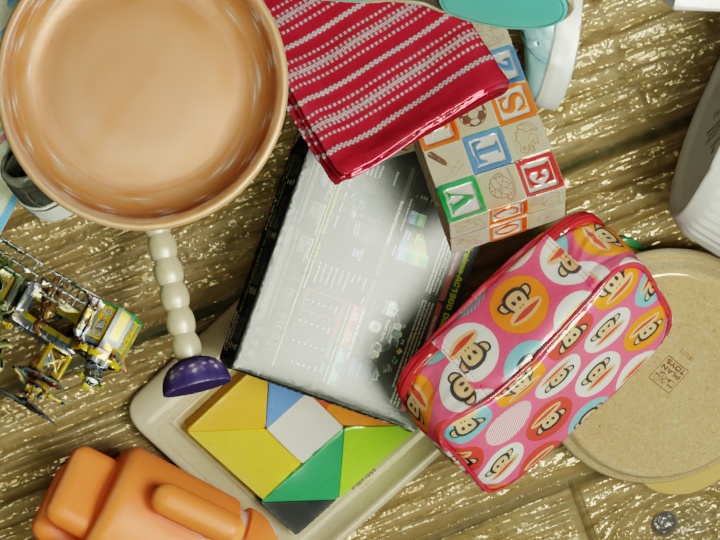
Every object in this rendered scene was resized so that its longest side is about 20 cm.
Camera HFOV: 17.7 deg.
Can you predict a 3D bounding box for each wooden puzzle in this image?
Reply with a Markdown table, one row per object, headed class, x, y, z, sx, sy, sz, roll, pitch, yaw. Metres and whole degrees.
| class | x | y | z | sx | sy | sz | roll | pitch | yaw |
| --- | --- | --- | --- | --- | --- | --- | --- | --- | --- |
| wooden puzzle | -0.048 | 0.115 | 1.774 | 0.185 | 0.037 | 0.200 | -42 | 109 | 7 |

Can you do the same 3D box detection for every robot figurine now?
| class | x | y | z | sx | sy | sz | roll | pitch | yaw |
| --- | --- | --- | --- | --- | --- | --- | --- | --- | --- |
| robot figurine | -0.145 | 0.210 | 1.747 | 0.199 | 0.117 | 0.144 | 29 | 109 | -9 |

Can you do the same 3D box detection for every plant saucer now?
| class | x | y | z | sx | sy | sz | roll | pitch | yaw |
| --- | --- | --- | --- | --- | --- | --- | --- | --- | --- |
| plant saucer | -0.149 | -0.128 | 1.587 | 0.199 | 0.037 | 0.202 | 0 | 91 | -5 |

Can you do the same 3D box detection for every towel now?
| class | x | y | z | sx | sy | sz | roll | pitch | yaw |
| --- | --- | --- | --- | --- | --- | --- | --- | --- | --- |
| towel | -0.003 | -0.170 | 1.616 | 0.144 | 0.023 | 0.201 | -29 | 70 | -7 |

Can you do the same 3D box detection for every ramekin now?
| class | x | y | z | sx | sy | sz | roll | pitch | yaw |
| --- | --- | --- | --- | --- | --- | --- | --- | --- | --- |
| ramekin | 0.296 | -0.094 | 1.674 | 0.094 | 0.202 | 0.203 | 20 | 105 | -3 |

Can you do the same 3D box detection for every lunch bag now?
| class | x | y | z | sx | sy | sz | roll | pitch | yaw |
| --- | --- | --- | --- | --- | --- | --- | --- | --- | --- |
| lunch bag | 0.134 | 0.067 | 1.677 | 0.200 | 0.082 | 0.176 | -42 | 147 | -1 |

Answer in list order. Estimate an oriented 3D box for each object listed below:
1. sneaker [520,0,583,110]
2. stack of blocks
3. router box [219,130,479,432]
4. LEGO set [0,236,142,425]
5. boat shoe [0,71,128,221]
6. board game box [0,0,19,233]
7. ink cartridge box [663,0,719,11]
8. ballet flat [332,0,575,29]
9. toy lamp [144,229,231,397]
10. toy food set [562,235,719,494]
| class | x | y | z | sx | sy | sz | roll | pitch | yaw |
| --- | --- | --- | --- | --- | --- | --- | --- | --- | --- |
| sneaker | 0.120 | -0.218 | 1.671 | 0.081 | 0.074 | 0.201 | 3 | 100 | -1 |
| stack of blocks | 0.059 | -0.118 | 1.636 | 0.114 | 0.059 | 0.201 | -18 | 70 | -3 |
| router box | 0.000 | 0.000 | 1.702 | 0.149 | 0.062 | 0.201 | 20 | 89 | -14 |
| LEGO set | -0.265 | 0.048 | 1.655 | 0.200 | 0.153 | 0.116 | 35 | 74 | -28 |
| boat shoe | -0.169 | -0.119 | 1.633 | 0.200 | 0.071 | 0.064 | -45 | 150 | -7 |
| board game box | -0.272 | -0.141 | 1.654 | 0.134 | 0.034 | 0.201 | 28 | 103 | -17 |
| ink cartridge box | 0.308 | -0.255 | 1.650 | 0.199 | 0.129 | 0.126 | 1 | 109 | -10 |
| ballet flat | 0.052 | -0.213 | 1.588 | 0.199 | 0.063 | 0.068 | 9 | 138 | 6 |
| toy lamp | -0.143 | -0.011 | 1.668 | 0.058 | 0.058 | 0.201 | -14 | 80 | -3 |
| toy food set | 0.235 | 0.072 | 1.795 | 0.199 | 0.049 | 0.199 | 22 | 104 | -14 |
